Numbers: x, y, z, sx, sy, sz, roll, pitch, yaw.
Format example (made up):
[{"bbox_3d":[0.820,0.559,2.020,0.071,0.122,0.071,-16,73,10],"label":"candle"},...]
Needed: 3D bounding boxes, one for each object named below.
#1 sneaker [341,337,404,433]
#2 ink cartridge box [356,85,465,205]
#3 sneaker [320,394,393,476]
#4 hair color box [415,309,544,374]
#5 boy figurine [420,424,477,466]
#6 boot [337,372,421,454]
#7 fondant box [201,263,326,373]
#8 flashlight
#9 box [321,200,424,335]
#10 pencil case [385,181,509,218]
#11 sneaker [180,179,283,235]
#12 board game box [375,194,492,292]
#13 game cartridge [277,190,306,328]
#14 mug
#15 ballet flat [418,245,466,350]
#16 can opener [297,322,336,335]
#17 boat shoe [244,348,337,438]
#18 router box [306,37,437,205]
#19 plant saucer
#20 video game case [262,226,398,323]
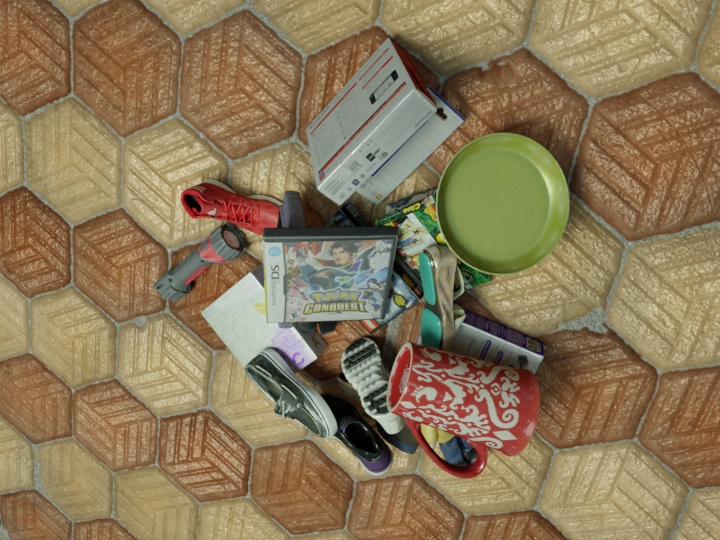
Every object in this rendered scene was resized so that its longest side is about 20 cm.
[{"bbox_3d":[0.022,0.196,0.993,0.075,0.200,0.081,-27,127,0],"label":"sneaker"},{"bbox_3d":[0.059,-0.195,0.899,0.094,0.037,0.200,28,123,-38],"label":"ink cartridge box"},{"bbox_3d":[-0.022,0.277,1.040,0.199,0.076,0.088,32,158,35],"label":"sneaker"},{"bbox_3d":[0.196,0.139,0.977,0.199,0.065,0.110,24,112,10],"label":"hair color box"},{"bbox_3d":[0.159,0.256,1.000,0.124,0.064,0.201,-30,117,-18],"label":"boy figurine"},{"bbox_3d":[0.037,0.264,1.059,0.199,0.075,0.098,24,110,6],"label":"boot"},{"bbox_3d":[-0.181,0.111,1.084,0.144,0.058,0.200,-36,96,23],"label":"fondant box"},{"bbox_3d":[-0.298,-0.009,1.081,0.200,0.068,0.068,-37,93,28],"label":"flashlight"},{"bbox_3d":[0.000,0.000,0.985,0.200,0.040,0.137,48,130,-2],"label":"box"},{"bbox_3d":[0.135,-0.089,0.913,0.198,0.078,0.090,-14,102,20],"label":"pencil case"},{"bbox_3d":[-0.220,-0.095,0.997,0.198,0.116,0.079,17,111,11],"label":"sneaker"},{"bbox_3d":[0.119,-0.030,0.907,0.104,0.024,0.200,-23,132,26],"label":"board game box"},{"bbox_3d":[-0.122,-0.017,0.964,0.038,0.130,0.201,-2,133,-20],"label":"game cartridge"},{"bbox_3d":[0.145,0.207,0.862,0.198,0.179,0.133,19,157,-9],"label":"mug"},{"bbox_3d":[0.132,0.053,0.901,0.067,0.068,0.202,-15,120,-19],"label":"ballet flat"},{"bbox_3d":[-0.089,0.025,1.002,0.078,0.063,0.202,-14,120,-17],"label":"can opener"},{"bbox_3d":[-0.128,0.229,1.015,0.200,0.071,0.072,41,134,17],"label":"boat shoe"},{"bbox_3d":[0.007,-0.224,0.857,0.049,0.180,0.200,31,119,-33],"label":"router box"},{"bbox_3d":[0.202,-0.095,0.832,0.198,0.031,0.202,0,94,-7],"label":"plant saucer"},{"bbox_3d":[-0.050,0.010,0.895,0.198,0.026,0.182,-1,132,-8],"label":"video game case"}]
